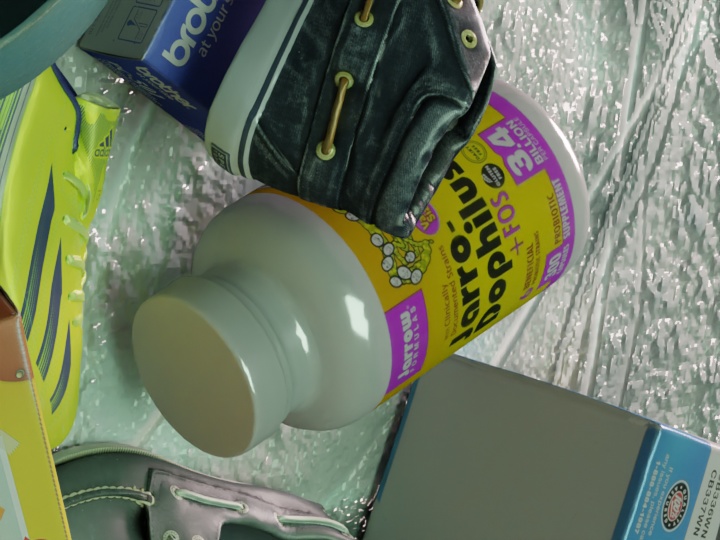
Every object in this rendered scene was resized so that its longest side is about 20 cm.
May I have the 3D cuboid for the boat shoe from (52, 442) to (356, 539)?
[{"bbox_3d":[-0.072,0.117,0.975,0.199,0.062,0.073,12,93,-48],"label":"boat shoe"}]

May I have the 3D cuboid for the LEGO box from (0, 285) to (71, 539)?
[{"bbox_3d":[-0.177,0.112,0.815,0.148,0.077,0.202,-19,118,-19],"label":"LEGO box"}]

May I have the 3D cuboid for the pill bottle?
[{"bbox_3d":[0.000,0.000,0.987,0.199,0.104,0.105,-33,124,-36],"label":"pill bottle"}]

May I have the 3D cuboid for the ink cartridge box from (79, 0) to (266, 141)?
[{"bbox_3d":[-0.029,-0.152,0.953,0.094,0.044,0.201,36,75,-45],"label":"ink cartridge box"}]

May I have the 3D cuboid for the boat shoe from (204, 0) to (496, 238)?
[{"bbox_3d":[0.022,-0.114,0.906,0.201,0.090,0.071,-65,169,-3],"label":"boat shoe"}]

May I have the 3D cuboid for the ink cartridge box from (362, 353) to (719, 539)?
[{"bbox_3d":[0.119,0.142,1.126,0.199,0.145,0.148,20,87,-48],"label":"ink cartridge box"}]

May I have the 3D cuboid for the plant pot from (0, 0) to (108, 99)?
[{"bbox_3d":[-0.152,-0.127,0.744,0.135,0.199,0.201,74,41,-76],"label":"plant pot"}]

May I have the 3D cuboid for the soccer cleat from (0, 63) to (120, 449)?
[{"bbox_3d":[-0.121,-0.026,0.871,0.083,0.065,0.202,-18,113,-24],"label":"soccer cleat"}]
